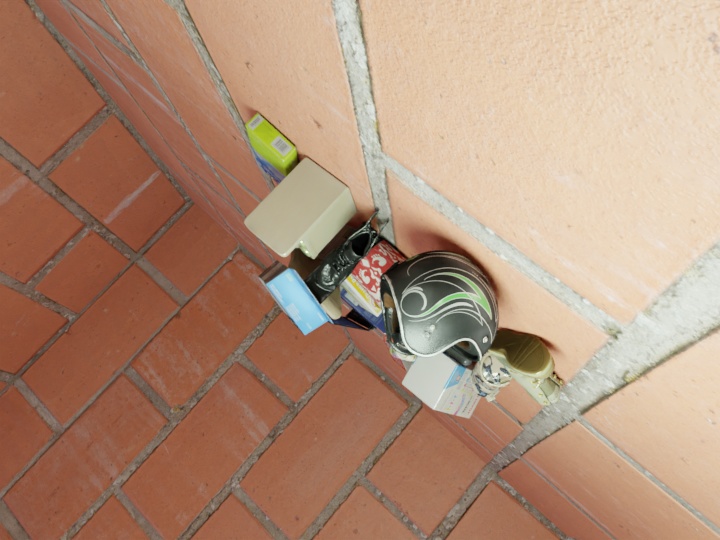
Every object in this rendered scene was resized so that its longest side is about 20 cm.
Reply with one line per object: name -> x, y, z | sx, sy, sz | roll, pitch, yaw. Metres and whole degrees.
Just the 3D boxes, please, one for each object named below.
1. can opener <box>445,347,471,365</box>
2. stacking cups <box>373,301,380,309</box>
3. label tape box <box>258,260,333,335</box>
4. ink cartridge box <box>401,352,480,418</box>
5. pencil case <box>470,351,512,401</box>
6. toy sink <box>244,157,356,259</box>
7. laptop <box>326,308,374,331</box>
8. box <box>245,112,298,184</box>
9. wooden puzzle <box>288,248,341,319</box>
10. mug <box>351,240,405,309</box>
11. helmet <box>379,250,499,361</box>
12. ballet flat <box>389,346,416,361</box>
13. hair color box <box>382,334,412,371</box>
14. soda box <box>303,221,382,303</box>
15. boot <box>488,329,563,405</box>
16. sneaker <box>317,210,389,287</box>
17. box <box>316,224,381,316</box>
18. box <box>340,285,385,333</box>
can opener -> 0.218, 0.171, 1.555 | 0.199, 0.054, 0.066 | 35, -162, 36
stacking cups -> 0.109, 0.096, 1.491 | 0.060, 0.061, 0.199 | 33, 180, 41
label tape box -> -0.146, 0.061, 1.319 | 0.145, 0.063, 0.200 | 55, 170, -15
ink cartridge box -> 0.232, 0.287, 1.572 | 0.199, 0.130, 0.125 | 25, -174, -45
pencil case -> 0.303, 0.243, 1.399 | 0.090, 0.077, 0.200 | 59, 174, 18
toy sink -> -0.125, -0.112, 1.293 | 0.130, 0.200, 0.112 | 37, 167, 23
laptop -> -0.014, 0.095, 1.681 | 0.104, 0.200, 0.177 | 53, 166, -22
box -> -0.195, -0.261, 1.384 | 0.122, 0.048, 0.200 | 43, 169, 7
wooden puzzle -> -0.111, 0.006, 1.474 | 0.185, 0.037, 0.201 | 50, -161, -23
mug -> 0.084, 0.049, 1.343 | 0.200, 0.133, 0.178 | 45, 167, 9
helmet -> 0.140, 0.066, 1.046 | 0.200, 0.188, 0.203 | 169, 90, -81
ballet flat -> 0.139, 0.181, 1.507 | 0.069, 0.200, 0.072 | 27, -140, -25
hair color box -> 0.136, 0.210, 1.783 | 0.064, 0.111, 0.200 | 37, 167, 25
soda box -> -0.043, -0.015, 1.356 | 0.063, 0.200, 0.071 | 45, 169, 0
boot -> 0.332, 0.193, 1.142 | 0.155, 0.072, 0.200 | 47, 173, -15
sneaker -> -0.020, -0.040, 1.253 | 0.060, 0.200, 0.104 | 44, -176, -3
box -> 0.000, 0.000, 1.488 | 0.200, 0.113, 0.101 | 48, 170, -26
box -> 0.031, 0.063, 1.588 | 0.200, 0.121, 0.032 | 40, 169, 15
